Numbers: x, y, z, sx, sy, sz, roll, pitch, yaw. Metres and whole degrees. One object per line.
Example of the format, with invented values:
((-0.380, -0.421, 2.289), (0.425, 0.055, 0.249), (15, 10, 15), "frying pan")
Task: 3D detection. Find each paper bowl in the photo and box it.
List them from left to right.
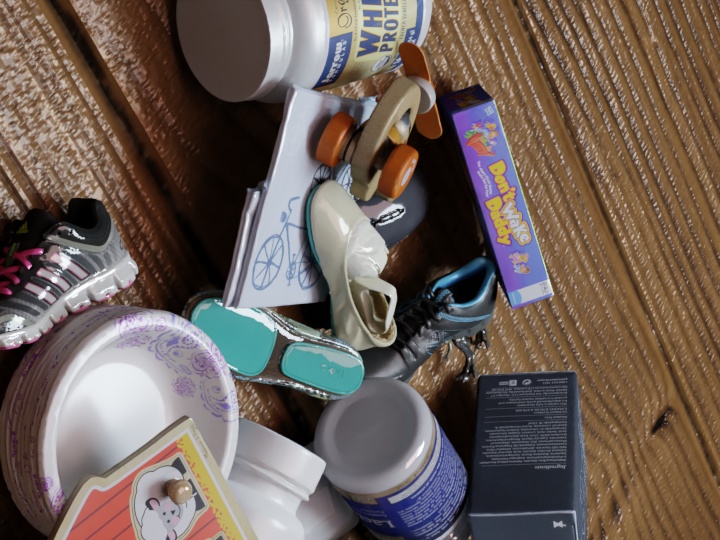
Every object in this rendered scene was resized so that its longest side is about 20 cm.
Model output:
((-0.204, 0.129, 1.311), (0.199, 0.104, 0.204), (-6, 98, -45), "paper bowl")

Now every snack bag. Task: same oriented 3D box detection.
((-0.050, -0.064, 1.409), (0.188, 0.021, 0.202), (-3, 110, -66), "snack bag")

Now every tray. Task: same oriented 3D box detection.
((-0.073, 0.242, 1.515), (0.199, 0.022, 0.109), (-31, 116, -39), "tray")

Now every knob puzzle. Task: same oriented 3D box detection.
((-0.169, 0.243, 1.261), (0.218, 0.030, 0.223), (-9, 106, -34), "knob puzzle")

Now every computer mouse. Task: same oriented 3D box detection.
((0.015, -0.023, 1.560), (0.199, 0.046, 0.142), (-25, 111, -41), "computer mouse")

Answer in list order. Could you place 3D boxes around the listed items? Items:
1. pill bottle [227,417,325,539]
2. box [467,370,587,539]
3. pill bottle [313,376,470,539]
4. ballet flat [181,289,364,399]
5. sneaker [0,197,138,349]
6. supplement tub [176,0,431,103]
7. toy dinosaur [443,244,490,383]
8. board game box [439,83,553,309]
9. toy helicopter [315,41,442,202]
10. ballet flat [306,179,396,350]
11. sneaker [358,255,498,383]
((-0.113, 0.237, 1.392), (0.114, 0.114, 0.202), (36, 76, -41), "pill bottle")
((0.173, 0.224, 1.623), (0.201, 0.106, 0.150), (-81, 163, -52), "box")
((0.040, 0.197, 1.538), (0.117, 0.115, 0.200), (-61, 147, -21), "pill bottle")
((-0.088, 0.067, 1.448), (0.199, 0.074, 0.075), (28, 75, -33), "ballet flat")
((-0.262, 0.000, 1.264), (0.199, 0.073, 0.088), (-32, 115, -44), "sneaker")
((-0.048, -0.228, 1.406), (0.199, 0.143, 0.146), (-23, 110, -42), "supplement tub")
((0.102, 0.057, 1.661), (0.200, 0.047, 0.089), (-44, 116, -37), "toy dinosaur")
((0.134, -0.076, 1.601), (0.044, 0.135, 0.202), (-18, 104, 2), "board game box")
((0.029, -0.118, 1.443), (0.133, 0.078, 0.200), (-61, 170, -12), "toy helicopter")
((0.000, 0.000, 1.453), (0.070, 0.069, 0.201), (-50, 147, -30), "ballet flat")
((0.054, 0.049, 1.559), (0.199, 0.073, 0.082), (-34, 158, -27), "sneaker")
